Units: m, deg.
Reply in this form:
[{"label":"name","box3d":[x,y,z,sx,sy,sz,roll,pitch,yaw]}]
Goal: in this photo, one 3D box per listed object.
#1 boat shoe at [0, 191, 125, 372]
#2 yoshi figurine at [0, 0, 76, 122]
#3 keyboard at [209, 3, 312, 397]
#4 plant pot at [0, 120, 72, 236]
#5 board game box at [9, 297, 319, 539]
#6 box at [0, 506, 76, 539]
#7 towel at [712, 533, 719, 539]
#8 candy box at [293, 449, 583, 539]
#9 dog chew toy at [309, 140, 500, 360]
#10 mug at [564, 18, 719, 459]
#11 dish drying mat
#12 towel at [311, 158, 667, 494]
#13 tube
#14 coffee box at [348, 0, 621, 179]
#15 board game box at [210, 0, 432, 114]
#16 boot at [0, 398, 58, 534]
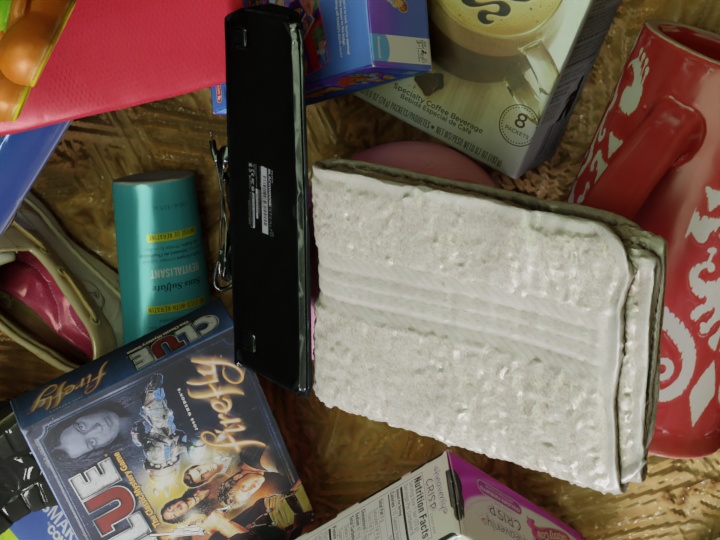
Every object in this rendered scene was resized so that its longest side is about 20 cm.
[{"label":"boat shoe","box3d":[-0.223,-0.003,1.231,0.199,0.069,0.074,33,113,11]},{"label":"yoshi figurine","box3d":[-0.247,-0.135,0.950,0.199,0.112,0.113,28,108,-12]},{"label":"keyboard","box3d":[-0.042,-0.042,1.037,0.104,0.039,0.202,23,117,55]},{"label":"plant pot","box3d":[-0.249,-0.136,1.127,0.179,0.201,0.201,28,114,-18]},{"label":"board game box","box3d":[-0.105,0.130,1.157,0.135,0.035,0.201,-26,124,-8]},{"label":"box","box3d":[-0.224,0.189,1.255,0.122,0.048,0.201,43,105,22]},{"label":"towel","box3d":[0.271,0.180,1.097,0.148,0.036,0.200,45,115,5]},{"label":"candy box","box3d":[0.020,0.196,1.150,0.199,0.061,0.136,-32,135,26]},{"label":"dog chew toy","box3d":[0.000,0.000,1.105,0.199,0.124,0.126,-16,98,54]},{"label":"mug","box3d":[0.164,-0.014,1.020,0.132,0.178,0.202,20,107,1]},{"label":"dish drying mat","box3d":[-0.157,-0.117,1.035,0.198,0.018,0.077,-13,118,-3]},{"label":"towel","box3d":[0.056,0.025,0.953,0.199,0.034,0.134,13,111,34]},{"label":"tube","box3d":[-0.117,0.041,1.207,0.050,0.077,0.202,-161,63,-64]},{"label":"coffee box","box3d":[0.085,-0.168,1.057,0.112,0.080,0.201,28,113,14]},{"label":"board game box","box3d":[-0.031,-0.195,1.063,0.134,0.045,0.202,-9,84,46]},{"label":"boot","box3d":[-0.216,0.087,1.191,0.199,0.138,0.078,-26,124,-8]}]
